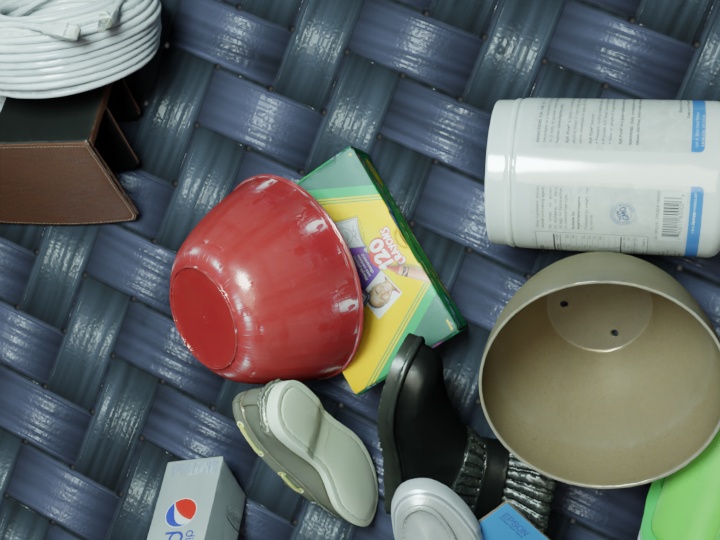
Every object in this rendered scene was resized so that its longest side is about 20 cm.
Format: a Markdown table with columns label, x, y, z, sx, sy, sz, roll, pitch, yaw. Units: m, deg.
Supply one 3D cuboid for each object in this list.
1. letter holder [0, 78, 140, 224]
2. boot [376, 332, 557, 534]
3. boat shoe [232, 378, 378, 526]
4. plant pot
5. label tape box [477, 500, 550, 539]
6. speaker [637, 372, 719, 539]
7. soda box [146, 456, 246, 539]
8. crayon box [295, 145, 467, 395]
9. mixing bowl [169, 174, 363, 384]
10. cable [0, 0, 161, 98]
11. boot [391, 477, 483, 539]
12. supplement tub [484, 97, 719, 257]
| label | x | y | z | sx | sy | sz | roll | pitch | yaw |
| --- | --- | --- | --- | --- | --- | --- | --- | --- | --- |
| letter holder | -0.326 | -0.124 | 1.096 | 0.197 | 0.143 | 0.102 | 0 | 58 | 14 |
| boot | 0.101 | 0.155 | 0.957 | 0.155 | 0.080 | 0.213 | 10 | 131 | 18 |
| boat shoe | -0.046 | 0.171 | 0.992 | 0.060 | 0.202 | 0.073 | -7 | 47 | 30 |
| plant pot | 0.204 | 0.064 | 0.915 | 0.197 | 0.135 | 0.203 | 5 | 120 | 9 |
| label tape box | 0.108 | 0.283 | 0.951 | 0.144 | 0.063 | 0.200 | 42 | 114 | -11 |
| speaker | 0.305 | 0.177 | 0.928 | 0.087 | 0.088 | 0.203 | 19 | 96 | 14 |
| soda box | -0.162 | 0.275 | 1.001 | 0.062 | 0.202 | 0.069 | -9 | 129 | 15 |
| crayon box | 0.000 | 0.000 | 1.021 | 0.118 | 0.058 | 0.202 | -32 | 83 | 13 |
| mixing bowl | -0.102 | 0.024 | 0.974 | 0.199 | 0.108 | 0.203 | 22 | 123 | 38 |
| cable | -0.286 | -0.230 | 1.029 | 0.197 | 0.201 | 0.070 | 3 | 121 | 20 |
| boot | 0.072 | 0.273 | 0.863 | 0.073 | 0.096 | 0.202 | -16 | 111 | 17 |
| supplement tub | 0.213 | -0.082 | 0.926 | 0.197 | 0.132 | 0.134 | 4 | 92 | 15 |
